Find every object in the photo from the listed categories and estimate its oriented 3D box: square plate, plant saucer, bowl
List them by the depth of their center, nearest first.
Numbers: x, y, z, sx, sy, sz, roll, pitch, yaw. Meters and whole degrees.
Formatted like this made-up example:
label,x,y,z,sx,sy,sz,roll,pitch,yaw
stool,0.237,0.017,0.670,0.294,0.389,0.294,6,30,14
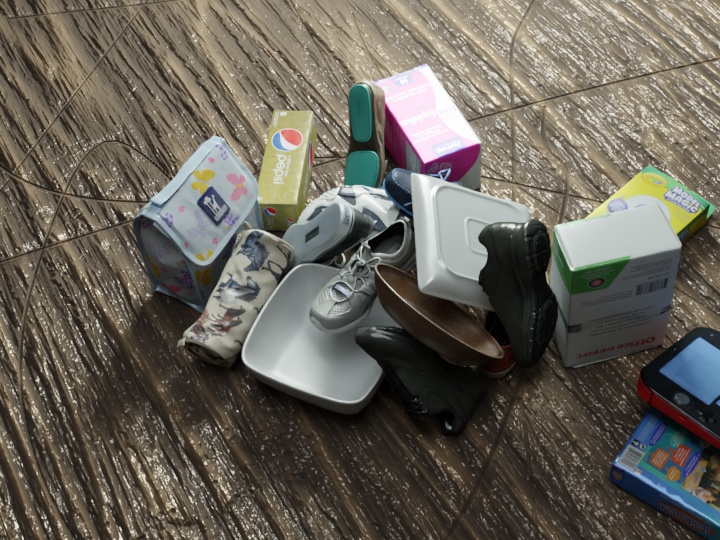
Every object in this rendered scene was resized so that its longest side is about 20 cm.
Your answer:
label,x,y,z,sx,sy,sz,roll,pitch,yaw
plant saucer,0.092,0.063,1.379,0.200,0.200,0.037,41,102,30
bowl,-0.042,0.099,1.475,0.198,0.075,0.201,18,57,19
square plate,0.164,-0.036,1.476,0.198,0.028,0.200,14,51,-22

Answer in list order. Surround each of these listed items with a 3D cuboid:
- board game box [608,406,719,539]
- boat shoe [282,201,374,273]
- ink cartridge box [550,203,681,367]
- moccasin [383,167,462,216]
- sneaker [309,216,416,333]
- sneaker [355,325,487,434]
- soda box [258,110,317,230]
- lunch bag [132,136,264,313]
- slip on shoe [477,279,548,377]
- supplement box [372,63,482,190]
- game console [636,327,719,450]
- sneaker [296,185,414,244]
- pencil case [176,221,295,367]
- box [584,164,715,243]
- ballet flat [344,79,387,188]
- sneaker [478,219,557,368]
label,x,y,z,sx,sy,sz,roll,pitch,yaw
board game box,0.430,0.245,1.332,0.199,0.045,0.152,30,59,26
boat shoe,-0.051,-0.041,1.544,0.067,0.199,0.074,15,60,-29
ink cartridge box,0.326,0.023,1.419,0.144,0.201,0.085,-12,48,-5
moccasin,0.131,-0.106,1.572,0.198,0.068,0.081,21,48,-17
sneaker,0.000,0.000,1.451,0.074,0.082,0.200,29,58,26
sneaker,0.072,0.139,1.383,0.199,0.076,0.091,33,70,-17
soda box,-0.114,-0.157,1.689,0.067,0.064,0.202,2,52,7
lunch bag,-0.227,-0.067,1.543,0.126,0.201,0.170,22,56,22
slip on shoe,0.211,0.054,1.494,0.073,0.062,0.201,16,54,20
supplement box,0.102,-0.211,1.688,0.100,0.104,0.201,-21,54,-12
game console,0.459,0.151,1.366,0.176,0.031,0.199,33,39,30
sneaker,0.012,-0.057,1.588,0.197,0.080,0.130,-11,46,-11
pencil case,-0.172,0.037,1.502,0.089,0.078,0.201,31,74,-9
box,0.418,-0.073,1.583,0.199,0.049,0.117,-37,58,-23
ballet flat,0.016,-0.188,1.662,0.067,0.203,0.067,10,12,28
sneaker,0.198,0.028,1.386,0.090,0.202,0.076,7,23,35
